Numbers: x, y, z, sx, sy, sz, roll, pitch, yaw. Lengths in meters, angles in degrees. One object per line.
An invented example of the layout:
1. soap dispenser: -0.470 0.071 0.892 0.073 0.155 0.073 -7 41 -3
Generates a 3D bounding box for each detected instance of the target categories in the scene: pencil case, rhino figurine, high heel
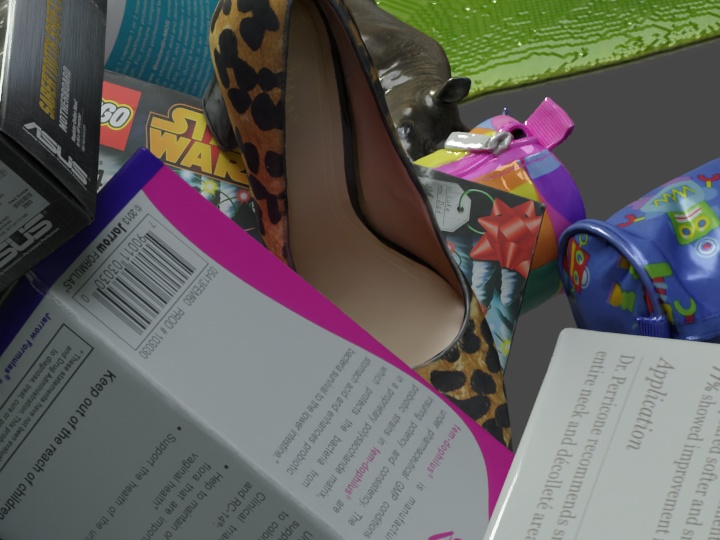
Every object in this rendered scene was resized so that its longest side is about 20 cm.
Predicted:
1. pencil case: 0.000 0.000 1.150 0.199 0.089 0.088 -25 41 -16
2. rhino figurine: -0.007 -0.090 1.284 0.087 0.060 0.200 -29 44 -18
3. high heel: 0.005 -0.013 0.994 0.071 0.143 0.201 -31 81 -17
4. pencil case: 0.182 -0.018 1.139 0.199 0.079 0.087 -25 27 -16

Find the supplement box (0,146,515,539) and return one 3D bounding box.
1. supplement box: -0.040 0.072 0.956 0.200 0.103 0.101 39 34 0

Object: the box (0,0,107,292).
1. box: -0.174 -0.021 0.954 0.199 0.048 0.159 -36 31 21

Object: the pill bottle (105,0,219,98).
1. pill bottle: -0.114 -0.095 1.177 0.110 0.199 0.112 -14 65 34

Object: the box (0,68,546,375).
1. box: -0.039 0.013 1.076 0.198 0.040 0.138 16 71 -4

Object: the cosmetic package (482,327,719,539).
1. cosmetic package: 0.145 0.140 0.884 0.198 0.167 0.168 6 42 20
